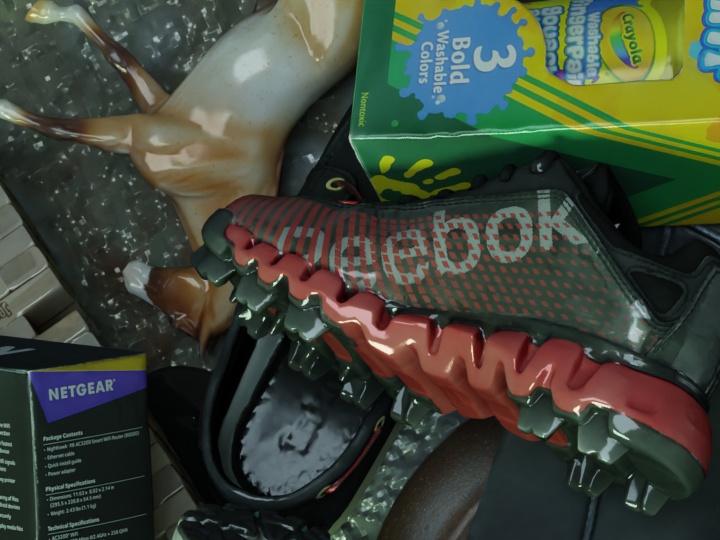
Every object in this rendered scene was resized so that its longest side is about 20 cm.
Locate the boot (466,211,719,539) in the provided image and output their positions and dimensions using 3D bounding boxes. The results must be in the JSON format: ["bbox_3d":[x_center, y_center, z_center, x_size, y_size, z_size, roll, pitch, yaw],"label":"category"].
[{"bbox_3d":[0.130,0.048,0.969,0.164,0.066,0.201,8,60,23],"label":"boot"}]

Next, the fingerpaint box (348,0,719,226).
[{"bbox_3d":[0.091,-0.119,0.997,0.166,0.073,0.201,-2,62,16],"label":"fingerpaint box"}]

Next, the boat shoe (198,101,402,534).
[{"bbox_3d":[0.003,0.001,1.035,0.073,0.063,0.202,21,77,12],"label":"boat shoe"}]

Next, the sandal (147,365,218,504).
[{"bbox_3d":[-0.092,0.130,1.054,0.075,0.045,0.201,16,86,13],"label":"sandal"}]

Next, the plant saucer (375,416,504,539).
[{"bbox_3d":[0.091,0.132,1.016,0.199,0.037,0.202,-2,81,13],"label":"plant saucer"}]

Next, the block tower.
[{"bbox_3d":[-0.117,0.037,1.048,0.058,0.054,0.200,-35,66,-2],"label":"block tower"}]

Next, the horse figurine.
[{"bbox_3d":[-0.049,-0.086,1.069,0.132,0.050,0.200,37,85,3],"label":"horse figurine"}]

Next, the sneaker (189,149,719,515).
[{"bbox_3d":[0.039,0.004,0.950,0.200,0.071,0.098,19,73,30],"label":"sneaker"}]

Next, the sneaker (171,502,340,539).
[{"bbox_3d":[0.007,0.159,0.927,0.200,0.077,0.087,38,120,37],"label":"sneaker"}]

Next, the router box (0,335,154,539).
[{"bbox_3d":[-0.151,0.101,1.002,0.199,0.052,0.158,5,100,46],"label":"router box"}]
